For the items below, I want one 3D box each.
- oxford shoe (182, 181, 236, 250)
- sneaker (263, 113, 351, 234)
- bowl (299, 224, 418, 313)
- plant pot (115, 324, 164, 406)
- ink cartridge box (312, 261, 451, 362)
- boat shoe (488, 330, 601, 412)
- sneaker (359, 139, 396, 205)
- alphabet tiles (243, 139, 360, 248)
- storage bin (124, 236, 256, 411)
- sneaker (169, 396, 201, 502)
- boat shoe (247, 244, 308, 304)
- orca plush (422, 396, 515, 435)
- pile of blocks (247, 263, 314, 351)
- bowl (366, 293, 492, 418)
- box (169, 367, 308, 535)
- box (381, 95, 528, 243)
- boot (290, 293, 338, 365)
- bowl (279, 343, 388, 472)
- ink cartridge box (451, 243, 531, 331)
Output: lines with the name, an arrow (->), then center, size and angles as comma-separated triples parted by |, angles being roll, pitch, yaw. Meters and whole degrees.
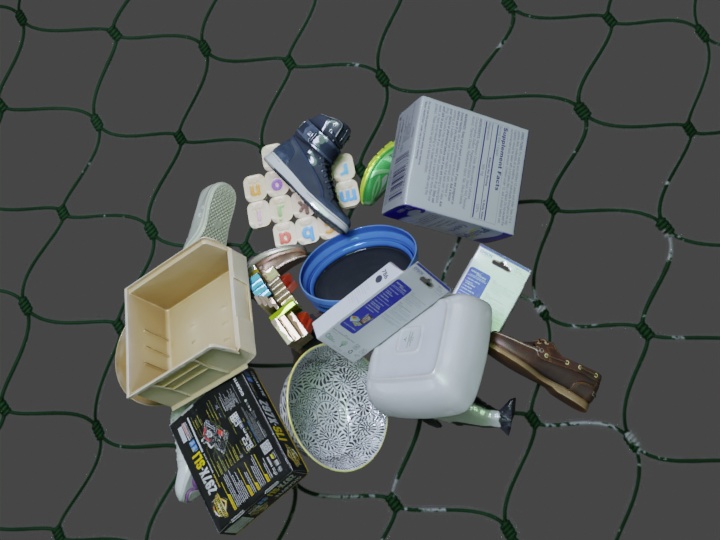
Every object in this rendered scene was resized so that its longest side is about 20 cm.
oxford shoe -> -0.268, -0.056, 1.707 | 0.058, 0.075, 0.202 | 12, 84, 53
sneaker -> -0.051, -0.172, 1.678 | 0.146, 0.077, 0.202 | -42, 72, -2
bowl -> 0.000, 0.000, 1.607 | 0.199, 0.040, 0.201 | -14, 35, 10
plant pot -> -0.319, 0.132, 1.653 | 0.198, 0.027, 0.202 | -10, 63, 20
ink cartridge box -> 0.032, 0.055, 1.504 | 0.199, 0.099, 0.039 | -36, 45, 16
boat shoe -> 0.286, 0.144, 1.560 | 0.199, 0.070, 0.071 | 31, 80, -7
sneaker -> 0.078, -0.179, 1.680 | 0.200, 0.074, 0.084 | -43, 71, -5
alphabet tiles -> -0.102, -0.137, 1.724 | 0.198, 0.015, 0.197 | -12, 73, 4
storage bin -> -0.266, 0.083, 1.544 | 0.198, 0.093, 0.201 | -31, 50, 26
sneaker -> -0.271, 0.276, 1.623 | 0.099, 0.075, 0.202 | 8, 77, 30
boat shoe -> -0.172, 0.021, 1.667 | 0.199, 0.076, 0.072 | -27, 77, 10
orca plush -> 0.154, 0.194, 1.575 | 0.198, 0.106, 0.071 | 1, 35, 29
pile of blocks -> -0.126, 0.038, 1.556 | 0.062, 0.082, 0.200 | -38, 49, 1
bowl -> 0.094, 0.123, 1.530 | 0.198, 0.075, 0.202 | -8, 57, 40
box -> -0.188, 0.270, 1.504 | 0.160, 0.049, 0.201 | -43, 59, 16
box -> 0.154, -0.158, 1.610 | 0.198, 0.105, 0.186 | 15, 77, -17
boot -> -0.033, 0.094, 1.633 | 0.199, 0.097, 0.075 | -25, 65, -24
bowl -> -0.060, 0.222, 1.568 | 0.094, 0.199, 0.203 | -23, 60, 48
ink cartridge box -> 0.190, 0.067, 1.613 | 0.099, 0.039, 0.201 | 29, 83, 14
